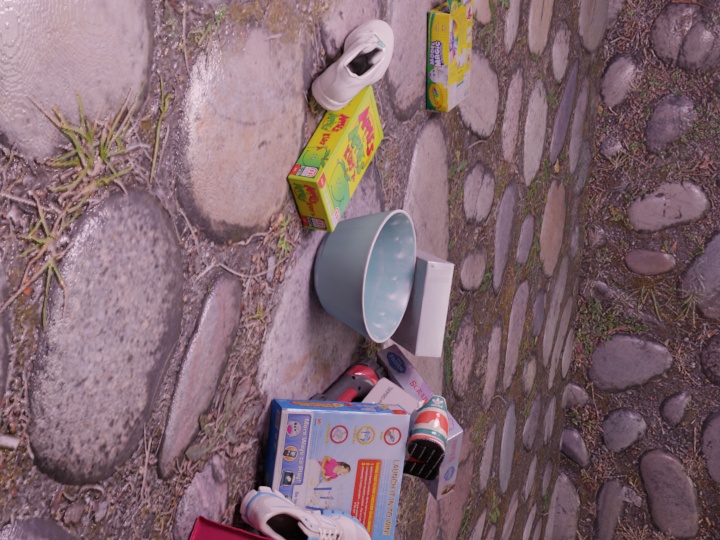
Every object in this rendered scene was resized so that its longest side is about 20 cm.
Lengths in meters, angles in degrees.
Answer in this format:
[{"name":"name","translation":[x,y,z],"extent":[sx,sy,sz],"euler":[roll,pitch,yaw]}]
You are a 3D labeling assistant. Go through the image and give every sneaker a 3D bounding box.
[{"name":"sneaker","translation":[0.100,0.252,1.600],"extent":[0.200,0.070,0.094],"euler":[102,5,-64]},{"name":"sneaker","translation":[0.011,-0.300,1.477],"extent":[0.075,0.088,0.200],"euler":[42,48,-11]},{"name":"sneaker","translation":[-0.068,0.366,1.454],"extent":[0.075,0.199,0.087],"euler":[-68,-158,1]}]

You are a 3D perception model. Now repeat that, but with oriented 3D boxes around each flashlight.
[{"name":"flashlight","translation":[-0.025,0.205,1.669],"extent":[0.200,0.067,0.068],"euler":[-41,139,-58]}]

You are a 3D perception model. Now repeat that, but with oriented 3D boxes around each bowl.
[{"name":"bowl","translation":[0.000,0.000,1.586],"extent":[0.201,0.104,0.202],"euler":[11,90,-68]}]

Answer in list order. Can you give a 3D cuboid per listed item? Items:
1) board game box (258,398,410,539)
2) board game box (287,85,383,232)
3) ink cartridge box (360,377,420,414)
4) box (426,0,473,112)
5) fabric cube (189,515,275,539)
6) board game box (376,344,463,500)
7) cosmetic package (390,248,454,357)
[{"name":"board game box","translation":[-0.039,0.291,1.525],"extent":[0.056,0.195,0.201],"euler":[-152,-111,-69]},{"name":"board game box","translation":[-0.032,-0.164,1.511],"extent":[0.102,0.047,0.201],"euler":[73,35,-48]},{"name":"ink cartridge box","translation":[0.021,0.289,1.699],"extent":[0.146,0.084,0.200],"euler":[-49,161,-30]},{"name":"box","translation":[0.157,-0.393,1.859],"extent":[0.117,0.048,0.201],"euler":[-43,140,-54]},{"name":"fabric cube","translation":[-0.129,0.461,1.368],"extent":[0.197,0.199,0.200],"euler":[-69,153,-22]},{"name":"board game box","translation":[0.094,0.257,1.776],"extent":[0.041,0.200,0.201],"euler":[-25,146,-19]},{"name":"cosmetic package","translation":[0.084,0.045,1.725],"extent":[0.200,0.051,0.152],"euler":[-150,-112,-69]}]
